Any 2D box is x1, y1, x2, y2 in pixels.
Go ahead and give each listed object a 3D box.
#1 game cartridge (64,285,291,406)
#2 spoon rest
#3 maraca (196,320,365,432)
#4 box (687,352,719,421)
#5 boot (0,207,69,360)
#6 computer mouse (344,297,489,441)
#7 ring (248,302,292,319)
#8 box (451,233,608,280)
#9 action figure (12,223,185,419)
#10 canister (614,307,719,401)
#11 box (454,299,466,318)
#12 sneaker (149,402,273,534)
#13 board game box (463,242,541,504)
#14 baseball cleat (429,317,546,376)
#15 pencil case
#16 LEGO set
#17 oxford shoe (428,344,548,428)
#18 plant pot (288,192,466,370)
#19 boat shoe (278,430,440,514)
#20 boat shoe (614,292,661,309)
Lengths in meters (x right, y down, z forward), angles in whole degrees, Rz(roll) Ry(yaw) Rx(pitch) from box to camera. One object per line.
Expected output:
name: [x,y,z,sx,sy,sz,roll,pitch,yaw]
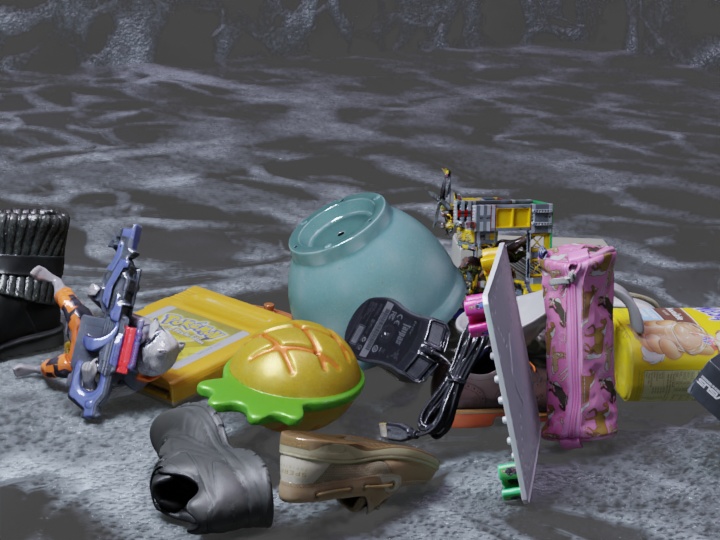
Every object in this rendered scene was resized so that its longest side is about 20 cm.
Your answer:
game cartridge: [-0.192,0.077,1.829,0.176,0.033,0.199,17,31,38]
spoon rest: [0.199,0.044,1.783,0.198,0.061,0.099,-6,17,-2]
maraca: [-0.075,0.110,1.648,0.136,0.108,0.200,13,19,24]
box: [0.431,0.131,1.666,0.160,0.044,0.200,42,31,17]
boot: [-0.409,0.015,1.816,0.079,0.159,0.210,17,21,40]
computer mouse: [0.048,0.106,1.697,0.046,0.141,0.199,33,-14,-38]
ring: [-0.154,0.065,1.949,0.199,0.019,0.201,4,17,-1]
box: [0.216,0.001,2.131,0.198,0.083,0.068,0,17,-5]
action figure: [-0.259,0.051,1.727,0.192,0.201,0.104,16,-5,32]
canister: [0.375,0.091,1.847,0.198,0.087,0.149,0,17,-7]
box: [0.043,0.060,1.983,0.198,0.033,0.121,0,17,-7]
sneaker: [-0.152,0.174,1.486,0.090,0.077,0.200,-12,20,-26]
board game box: [0.137,0.094,1.597,0.026,0.201,0.200,-9,14,12]
baseball cleat: [0.139,0.090,1.868,0.198,0.070,0.106,9,1,12]
pencil case: [0.218,0.074,1.676,0.086,0.202,0.083,-6,8,-32]
LEGO set: [0.134,-0.023,1.914,0.115,0.155,0.200,-2,17,-22]
oxford shoe: [0.163,0.115,1.743,0.199,0.073,0.071,-6,19,-30]
plant pot: [0.000,0.000,1.851,0.199,0.135,0.201,-23,25,11]
boat shoe: [-0.005,0.183,1.500,0.071,0.065,0.199,7,-4,42]
boat shoe: [0.248,0.069,1.933,0.198,0.075,0.068,-5,16,12]
